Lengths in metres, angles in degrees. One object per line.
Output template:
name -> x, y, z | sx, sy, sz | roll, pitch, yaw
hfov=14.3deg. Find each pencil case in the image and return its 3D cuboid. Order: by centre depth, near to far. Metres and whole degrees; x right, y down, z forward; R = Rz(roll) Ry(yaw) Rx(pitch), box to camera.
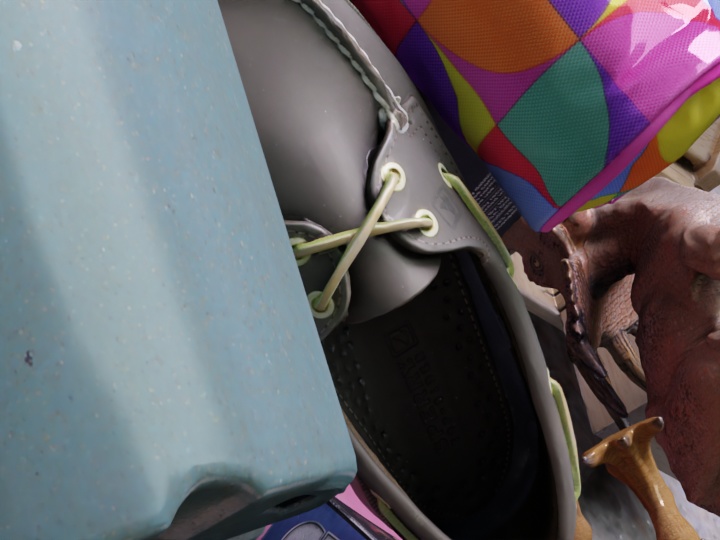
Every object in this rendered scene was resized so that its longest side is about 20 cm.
pencil case -> 0.019, -0.104, 0.768 | 0.200, 0.088, 0.088 | 50, 24, 9

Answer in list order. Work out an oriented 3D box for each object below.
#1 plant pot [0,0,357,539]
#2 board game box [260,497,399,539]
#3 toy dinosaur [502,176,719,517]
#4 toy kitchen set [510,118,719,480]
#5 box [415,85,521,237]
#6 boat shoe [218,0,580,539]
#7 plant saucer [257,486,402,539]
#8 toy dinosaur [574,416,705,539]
plant pot -> -0.103, -0.017, 0.629 | 0.200, 0.200, 0.196 | -6, 71, -62
board game box -> 0.073, 0.135, 0.727 | 0.200, 0.035, 0.135 | 36, -1, -36
toy dinosaur -> 0.114, 0.030, 0.914 | 0.086, 0.136, 0.200 | 21, 41, -35
toy kitchen set -> 0.122, -0.063, 1.029 | 0.163, 0.180, 0.200 | 29, 37, -43
box -> -0.037, -0.102, 0.880 | 0.182, 0.104, 0.200 | -9, 58, -54
boat shoe -> 0.003, -0.002, 0.741 | 0.060, 0.072, 0.202 | 40, -19, 58
plant saucer -> 0.008, 0.103, 0.826 | 0.200, 0.051, 0.201 | 42, 27, -28
toy dinosaur -> 0.086, 0.101, 0.859 | 0.106, 0.060, 0.200 | 64, 7, 1
